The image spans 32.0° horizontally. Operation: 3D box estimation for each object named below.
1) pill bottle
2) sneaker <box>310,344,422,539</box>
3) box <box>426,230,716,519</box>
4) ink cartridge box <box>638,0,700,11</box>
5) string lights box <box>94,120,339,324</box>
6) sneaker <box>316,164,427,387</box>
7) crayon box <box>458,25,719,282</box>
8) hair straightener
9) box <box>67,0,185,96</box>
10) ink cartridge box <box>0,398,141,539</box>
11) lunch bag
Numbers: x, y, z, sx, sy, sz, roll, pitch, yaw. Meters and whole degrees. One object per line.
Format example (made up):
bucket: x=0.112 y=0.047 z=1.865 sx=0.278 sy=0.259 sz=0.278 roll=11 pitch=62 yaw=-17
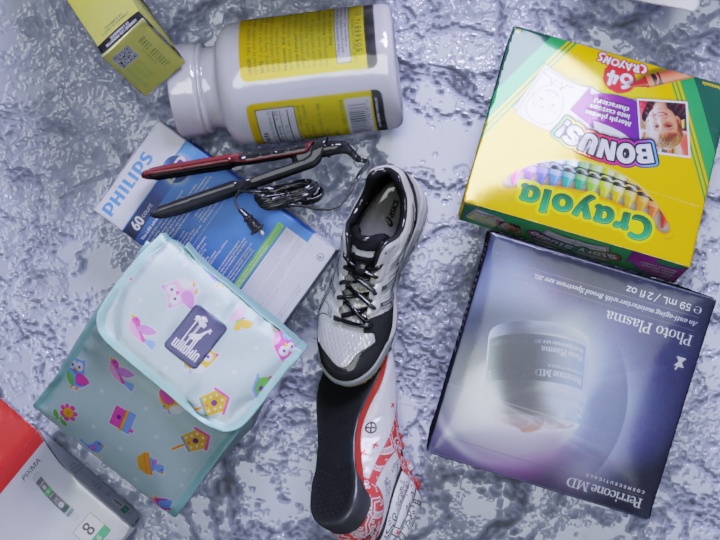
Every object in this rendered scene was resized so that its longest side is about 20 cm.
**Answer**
pill bottle: x=-0.065 y=-0.170 z=1.110 sx=0.199 sy=0.111 sz=0.112 roll=-6 pitch=92 yaw=3
sneaker: x=0.012 y=0.156 z=1.142 sx=0.067 sy=0.108 sz=0.202 roll=-11 pitch=55 yaw=30
box: x=0.180 y=0.087 z=1.099 sx=0.199 sy=0.123 sz=0.199 roll=16 pitch=94 yaw=4
ink cartridge box: x=0.259 y=-0.331 z=1.104 sx=0.116 sy=0.068 sz=0.201 roll=12 pitch=92 yaw=4
string lights box: x=-0.129 y=-0.037 z=1.145 sx=0.200 sy=0.059 sz=0.103 roll=37 pitch=93 yaw=2
sneaker: x=0.000 y=0.000 z=1.102 sx=0.075 sy=0.088 sz=0.201 roll=11 pitch=78 yaw=15
crayon box: x=0.204 y=-0.102 z=1.095 sx=0.199 sy=0.058 sz=0.173 roll=16 pitch=73 yaw=3
hair straightener: x=-0.088 y=-0.068 z=1.100 sx=0.199 sy=0.041 sz=0.077 roll=-10 pitch=87 yaw=-6
box: x=-0.229 y=-0.245 z=1.093 sx=0.050 sy=0.075 sz=0.200 roll=-38 pitch=60 yaw=5
ink cartridge box: x=-0.332 y=0.232 z=1.175 sx=0.200 sy=0.050 sz=0.161 roll=40 pitch=94 yaw=-1
lunch bag: x=-0.162 y=0.086 z=1.101 sx=0.170 sy=0.122 sz=0.200 roll=39 pitch=115 yaw=1
